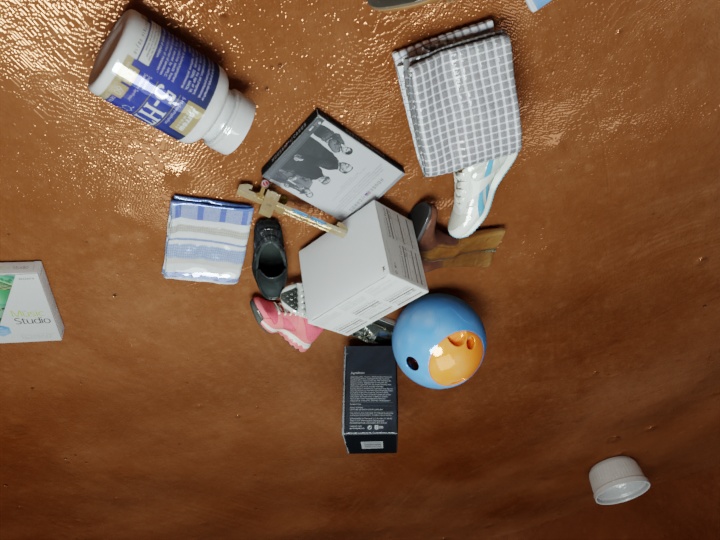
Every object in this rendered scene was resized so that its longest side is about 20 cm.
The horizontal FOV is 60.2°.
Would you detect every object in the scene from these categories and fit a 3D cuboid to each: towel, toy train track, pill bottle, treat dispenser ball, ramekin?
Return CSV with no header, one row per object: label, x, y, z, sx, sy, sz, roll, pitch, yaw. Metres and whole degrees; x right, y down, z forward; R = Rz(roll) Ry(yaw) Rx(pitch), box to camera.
towel,0.151,-0.251,0.933,0.165,0.086,0.201,-16,125,3
toy train track,-0.113,-0.110,1.070,0.199,0.033,0.115,23,161,-11
towel,-0.279,-0.048,1.125,0.146,0.024,0.200,6,136,-17
pill bottle,-0.250,-0.245,0.847,0.199,0.120,0.120,27,126,-35
treat dispenser ball,0.167,0.150,1.320,0.200,0.202,0.201,-7,138,-6
ramekin,0.928,0.757,2.247,0.199,0.105,0.201,-6,139,-6

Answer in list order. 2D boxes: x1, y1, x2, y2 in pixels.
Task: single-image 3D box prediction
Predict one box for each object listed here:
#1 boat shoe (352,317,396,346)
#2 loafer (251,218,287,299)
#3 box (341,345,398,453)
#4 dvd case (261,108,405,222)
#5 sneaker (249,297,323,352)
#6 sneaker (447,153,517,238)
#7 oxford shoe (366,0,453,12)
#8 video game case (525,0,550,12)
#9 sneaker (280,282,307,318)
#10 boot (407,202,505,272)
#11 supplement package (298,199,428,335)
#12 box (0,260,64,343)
boat shoe,0.023,0.130,1.373,0.199,0.057,0.069,18,131,-30
loafer,-0.171,-0.007,1.164,0.068,0.071,0.201,-5,139,-9
box,0.024,0.298,1.415,0.123,0.198,0.200,-2,152,2
dvd case,-0.044,-0.167,1.054,0.199,0.025,0.150,27,126,-36
sneaker,-0.150,0.094,1.298,0.087,0.074,0.200,-40,137,10
sneaker,0.192,-0.152,1.076,0.080,0.077,0.201,13,112,-23
oxford shoe,0.106,-0.379,0.827,0.199,0.072,0.071,-11,165,13
video game case,0.262,-0.466,0.799,0.182,0.022,0.200,-31,135,20
sneaker,-0.071,0.063,1.255,0.199,0.076,0.081,6,174,-27
boot,0.188,-0.062,1.195,0.199,0.069,0.189,-4,136,-12
supplement package,0.000,0.000,1.125,0.200,0.157,0.111,-31,144,31
box,-0.649,0.063,1.154,0.143,0.036,0.201,-2,137,-12
